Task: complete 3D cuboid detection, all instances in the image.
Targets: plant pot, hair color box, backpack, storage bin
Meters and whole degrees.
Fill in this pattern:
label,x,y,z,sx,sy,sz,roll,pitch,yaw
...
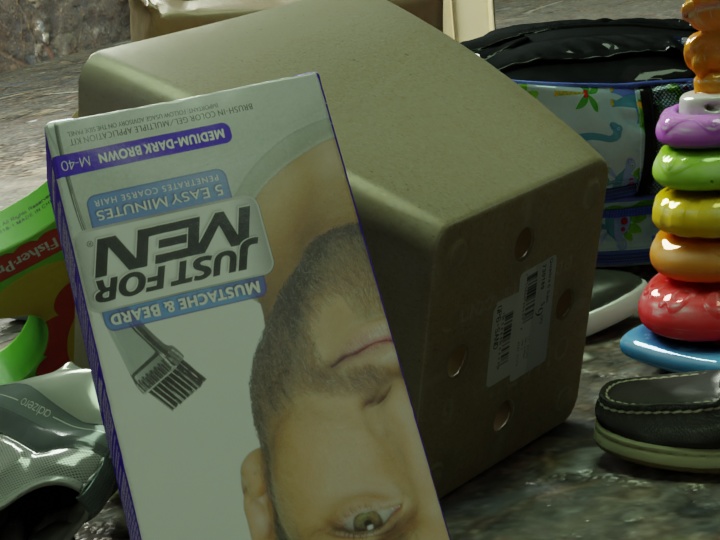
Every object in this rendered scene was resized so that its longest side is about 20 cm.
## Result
label,x,y,z,sx,sy,sz,roll,pitch,yaw
plant pot,0.000,0.000,0.855,0.176,0.201,0.199,22,29,34
hair color box,-0.044,0.035,0.689,0.109,0.201,0.065,-13,-15,-13
backpack,0.154,-0.081,1.167,0.198,0.148,0.183,-2,13,-8
storage bin,0.107,-0.313,2.123,0.093,0.200,0.200,-4,13,6

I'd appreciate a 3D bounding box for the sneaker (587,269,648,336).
label,x,y,z,sx,sy,sz,roll,pitch,yaw
sneaker,0.060,-0.008,1.037,0.198,0.100,0.071,-5,11,12

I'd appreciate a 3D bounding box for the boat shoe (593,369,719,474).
label,x,y,z,sx,sy,sz,roll,pitch,yaw
boat shoe,0.192,0.045,0.779,0.199,0.065,0.073,-5,15,25

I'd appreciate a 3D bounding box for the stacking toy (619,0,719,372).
label,x,y,z,sx,sy,sz,roll,pitch,yaw
stacking toy,0.181,-0.051,0.902,0.115,0.201,0.110,-16,14,-26

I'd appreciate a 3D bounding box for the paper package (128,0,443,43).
label,x,y,z,sx,sy,sz,roll,pitch,yaw
paper package,-0.046,-0.090,1.182,0.189,0.201,0.104,-7,24,-14

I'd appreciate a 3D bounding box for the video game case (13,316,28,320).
label,x,y,z,sx,sy,sz,roll,pitch,yaw
video game case,-0.121,0.003,1.299,0.199,0.022,0.181,-20,16,-39

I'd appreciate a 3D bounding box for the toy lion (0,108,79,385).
label,x,y,z,sx,sy,sz,roll,pitch,yaw
toy lion,-0.141,0.016,0.947,0.199,0.192,0.069,-27,52,-9

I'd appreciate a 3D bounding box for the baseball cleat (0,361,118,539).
label,x,y,z,sx,sy,sz,roll,pitch,yaw
baseball cleat,-0.179,0.095,0.833,0.199,0.070,0.107,-19,29,41
